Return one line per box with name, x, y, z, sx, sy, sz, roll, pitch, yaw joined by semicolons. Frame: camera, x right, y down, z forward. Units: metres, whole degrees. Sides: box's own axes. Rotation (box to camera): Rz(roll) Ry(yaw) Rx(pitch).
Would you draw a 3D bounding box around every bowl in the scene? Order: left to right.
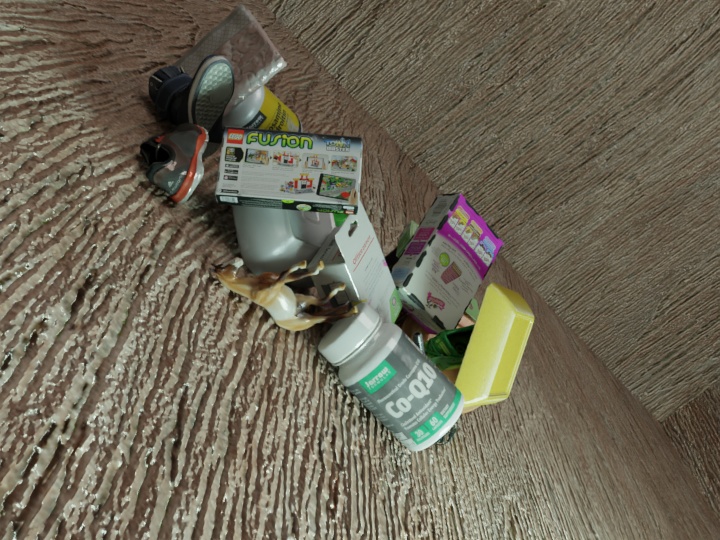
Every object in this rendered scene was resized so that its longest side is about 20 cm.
bowl;-0.106;-0.084;1.202;0.200;0.075;0.200;18;57;-56

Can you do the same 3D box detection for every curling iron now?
curling iron;0.106;0.178;1.186;0.026;0.050;0.200;-61;139;-60

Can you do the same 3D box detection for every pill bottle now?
pill bottle;-0.204;-0.292;1.472;0.200;0.112;0.112;37;19;-52
pill bottle;0.041;0.147;1.108;0.200;0.113;0.113;46;16;-9

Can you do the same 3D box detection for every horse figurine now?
horse figurine;-0.089;0.035;1.051;0.200;0.132;0.050;43;35;-49

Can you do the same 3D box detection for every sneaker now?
sneaker;-0.268;-0.172;1.118;0.082;0.077;0.200;29;20;-27
sneaker;-0.269;-0.290;1.231;0.077;0.202;0.146;-26;70;-32
sneaker;0.111;0.133;1.233;0.074;0.200;0.084;52;-25;26

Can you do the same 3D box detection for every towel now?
towel;-0.242;-0.352;1.376;0.032;0.200;0.191;41;15;-53

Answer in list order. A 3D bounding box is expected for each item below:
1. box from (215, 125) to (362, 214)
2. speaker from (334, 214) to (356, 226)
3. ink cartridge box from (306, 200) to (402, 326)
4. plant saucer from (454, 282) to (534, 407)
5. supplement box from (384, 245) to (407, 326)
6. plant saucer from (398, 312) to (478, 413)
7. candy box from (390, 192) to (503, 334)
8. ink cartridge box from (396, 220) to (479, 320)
box;-0.099;-0.142;1.122;0.035;0.200;0.110;101;-7;-70
speaker;-0.045;-0.101;1.417;0.088;0.088;0.200;50;-7;5
ink cartridge box;-0.012;0.009;1.179;0.117;0.067;0.200;-59;135;-50
plant saucer;0.216;0.128;1.239;0.048;0.200;0.200;20;1;25
supplement box;0.102;0.061;1.483;0.200;0.110;0.086;51;15;7
plant saucer;0.152;0.146;1.355;0.200;0.032;0.201;13;59;-23
candy box;0.139;-0.010;1.315;0.136;0.200;0.061;45;-24;-28
ink cartridge box;0.155;0.001;1.444;0.200;0.048;0.146;37;15;-6
